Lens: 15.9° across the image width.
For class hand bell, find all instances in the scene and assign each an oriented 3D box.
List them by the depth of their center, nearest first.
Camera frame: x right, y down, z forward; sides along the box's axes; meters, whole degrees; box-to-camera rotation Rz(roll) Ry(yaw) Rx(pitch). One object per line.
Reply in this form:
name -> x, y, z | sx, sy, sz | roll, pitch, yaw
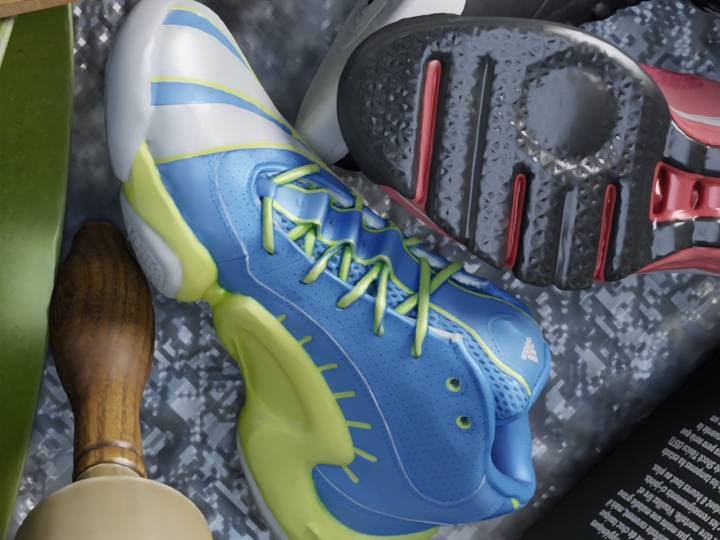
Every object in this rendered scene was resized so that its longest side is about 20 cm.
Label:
hand bell -> -0.073, 0.053, 0.736 | 0.104, 0.200, 0.104 | -5, 131, -5

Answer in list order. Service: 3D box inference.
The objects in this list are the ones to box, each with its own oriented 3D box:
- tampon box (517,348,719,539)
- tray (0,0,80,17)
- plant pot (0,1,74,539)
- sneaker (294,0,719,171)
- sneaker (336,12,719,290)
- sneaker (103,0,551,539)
tampon box -> 0.177, 0.091, 0.809 | 0.200, 0.126, 0.150 | -42, 112, -5
tray -> -0.140, -0.136, 0.702 | 0.098, 0.200, 0.037 | -13, 137, -11
plant pot -> -0.195, -0.007, 0.717 | 0.199, 0.187, 0.188 | 7, 94, 1
sneaker -> 0.078, -0.090, 0.806 | 0.112, 0.073, 0.200 | 38, 87, -14
sneaker -> 0.080, -0.028, 0.779 | 0.200, 0.087, 0.074 | 12, 92, -18
sneaker -> 0.000, 0.000, 0.768 | 0.105, 0.076, 0.200 | -7, 125, 23
